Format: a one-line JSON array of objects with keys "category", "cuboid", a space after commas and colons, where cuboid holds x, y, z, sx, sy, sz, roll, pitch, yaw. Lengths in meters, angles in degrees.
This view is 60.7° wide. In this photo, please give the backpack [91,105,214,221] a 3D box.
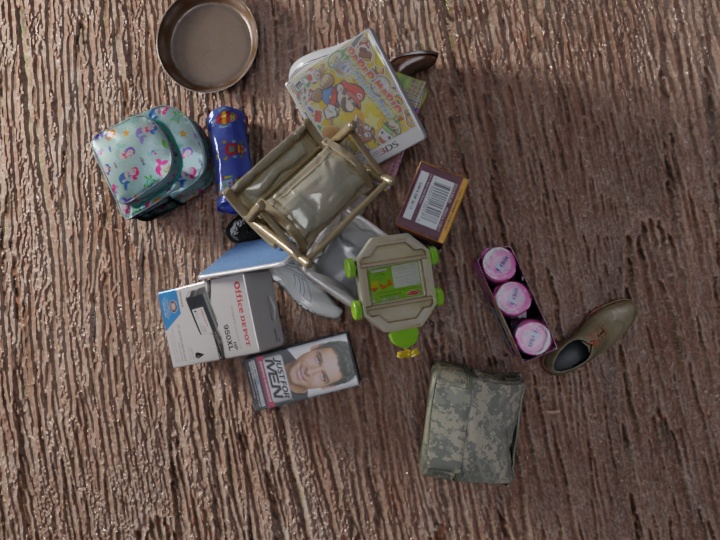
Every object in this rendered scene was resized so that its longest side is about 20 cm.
[{"category": "backpack", "cuboid": [-0.375, -0.203, 1.132, 0.199, 0.151, 0.178, -25, 86, 0]}]

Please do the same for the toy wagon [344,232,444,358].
[{"category": "toy wagon", "cuboid": [0.059, 0.043, 1.007, 0.154, 0.040, 0.201, -8, 91, -14]}]

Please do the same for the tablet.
[{"category": "tablet", "cuboid": [-0.177, -0.028, 1.071, 0.199, 0.130, 0.014, -8, 116, 31]}]

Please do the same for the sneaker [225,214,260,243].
[{"category": "sneaker", "cuboid": [-0.164, -0.095, 1.127, 0.199, 0.104, 0.060, -13, 89, 5]}]

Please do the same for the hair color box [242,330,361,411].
[{"category": "hair color box", "cuboid": [-0.106, 0.185, 1.143, 0.199, 0.061, 0.100, -15, 88, 4]}]

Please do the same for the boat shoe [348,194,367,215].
[{"category": "boat shoe", "cuboid": [-0.077, -0.159, 1.143, 0.199, 0.072, 0.069, 28, 71, 11]}]

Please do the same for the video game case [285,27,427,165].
[{"category": "video game case", "cuboid": [-0.009, -0.275, 1.055, 0.181, 0.023, 0.201, -24, 102, 26]}]

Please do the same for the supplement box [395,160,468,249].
[{"category": "supplement box", "cuboid": [0.121, -0.106, 1.054, 0.085, 0.200, 0.111, 23, 92, 6]}]

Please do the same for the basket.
[{"category": "basket", "cuboid": [0.000, 0.000, 1.077, 0.200, 0.123, 0.136, 35, 81, -9]}]

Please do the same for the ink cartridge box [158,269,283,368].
[{"category": "ink cartridge box", "cuboid": [-0.253, 0.086, 1.115, 0.199, 0.084, 0.146, -13, 89, 24]}]

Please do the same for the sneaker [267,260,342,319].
[{"category": "sneaker", "cuboid": [-0.107, 0.014, 1.140, 0.200, 0.075, 0.087, 40, 88, 4]}]

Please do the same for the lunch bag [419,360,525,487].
[{"category": "lunch bag", "cuboid": [0.196, 0.268, 1.076, 0.167, 0.139, 0.201, 8, 91, 6]}]

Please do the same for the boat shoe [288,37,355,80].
[{"category": "boat shoe", "cuboid": [-0.050, -0.342, 1.100, 0.201, 0.074, 0.087, -7, 76, 34]}]

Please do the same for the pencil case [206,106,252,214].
[{"category": "pencil case", "cuboid": [-0.235, -0.199, 1.126, 0.078, 0.087, 0.201, -4, 70, -18]}]

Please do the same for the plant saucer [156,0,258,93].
[{"category": "plant saucer", "cuboid": [-0.290, -0.436, 1.178, 0.199, 0.032, 0.202, 0, 89, 4]}]

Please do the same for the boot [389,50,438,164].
[{"category": "boot", "cuboid": [0.072, -0.284, 1.128, 0.185, 0.064, 0.201, -14, 85, 18]}]

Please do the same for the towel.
[{"category": "towel", "cuboid": [0.026, -0.259, 1.104, 0.143, 0.023, 0.201, 24, 101, 17]}]

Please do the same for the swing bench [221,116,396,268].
[{"category": "swing bench", "cuboid": [-0.087, -0.133, 0.986, 0.199, 0.200, 0.130, -44, 118, -11]}]

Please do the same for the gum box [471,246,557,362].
[{"category": "gum box", "cuboid": [0.265, 0.051, 1.084, 0.066, 0.113, 0.201, -24, 87, 4]}]

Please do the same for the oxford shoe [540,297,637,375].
[{"category": "oxford shoe", "cuboid": [0.414, 0.123, 1.090, 0.200, 0.075, 0.071, -41, 86, 3]}]
